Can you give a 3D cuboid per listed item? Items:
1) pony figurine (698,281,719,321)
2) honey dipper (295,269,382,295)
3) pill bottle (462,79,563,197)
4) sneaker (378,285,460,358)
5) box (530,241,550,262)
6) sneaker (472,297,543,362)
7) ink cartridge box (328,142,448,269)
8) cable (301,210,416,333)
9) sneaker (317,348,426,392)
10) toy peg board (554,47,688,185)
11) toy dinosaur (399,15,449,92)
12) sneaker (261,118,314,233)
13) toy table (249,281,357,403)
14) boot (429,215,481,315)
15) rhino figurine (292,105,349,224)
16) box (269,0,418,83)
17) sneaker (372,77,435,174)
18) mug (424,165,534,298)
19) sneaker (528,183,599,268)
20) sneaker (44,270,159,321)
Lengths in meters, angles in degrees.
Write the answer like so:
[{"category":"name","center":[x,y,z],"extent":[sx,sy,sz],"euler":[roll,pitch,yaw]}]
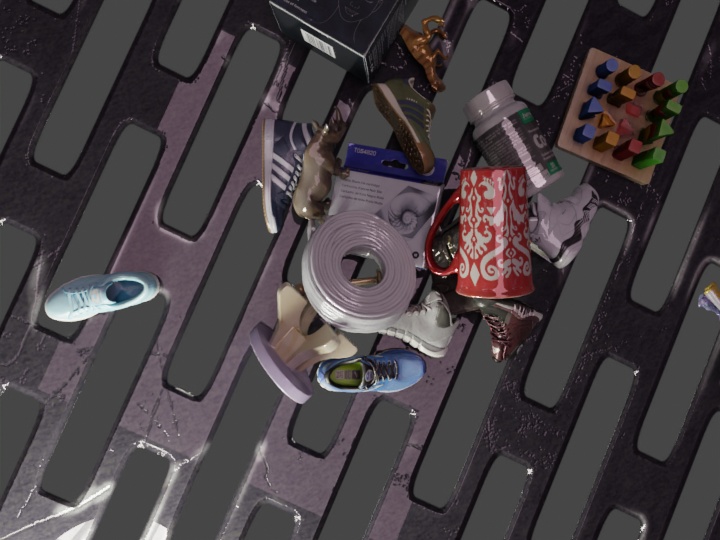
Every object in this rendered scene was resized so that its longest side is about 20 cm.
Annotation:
[{"category":"pony figurine","center":[0.726,0.102,1.355],"extent":[0.192,0.167,0.201],"euler":[-35,77,-14]},{"category":"honey dipper","center":[-0.021,0.025,1.317],"extent":[0.195,0.038,0.039],"euler":[-9,89,-4]},{"category":"pill bottle","center":[0.272,-0.230,1.315],"extent":[0.112,0.113,0.203],"euler":[-30,89,-6]},{"category":"sneaker","center":[0.089,0.065,1.293],"extent":[0.197,0.075,0.117],"euler":[25,111,-14]},{"category":"box","center":[0.287,-0.090,1.346],"extent":[0.198,0.042,0.039],"euler":[34,121,-5]},{"category":"sneaker","center":[0.249,0.106,1.288],"extent":[0.198,0.075,0.118],"euler":[18,97,-46]},{"category":"ink cartridge box","center":[0.044,-0.120,1.297],"extent":[0.195,0.041,0.205],"euler":[11,86,13]},{"category":"cable","center":[0.000,0.000,1.200],"extent":[0.196,0.069,0.204],"euler":[13,63,-12]},{"category":"sneaker","center":[0.023,0.186,1.289],"extent":[0.195,0.089,0.081],"euler":[-6,90,-6]},{"category":"toy peg board","center":[0.497,-0.295,1.353],"extent":[0.196,0.098,0.204],"euler":[21,86,-6]},{"category":"toy dinosaur","center":[0.103,-0.421,1.331],"extent":[0.106,0.060,0.201],"euler":[-41,93,-4]},{"category":"sneaker","center":[-0.120,-0.169,1.293],"extent":[0.106,0.070,0.205],"euler":[-1,86,-5]},{"category":"toy table","center":[-0.100,0.120,1.220],"extent":[0.117,0.200,0.184],"euler":[-45,129,2]},{"category":"boot","center":[0.198,-0.014,1.312],"extent":[0.197,0.069,0.178],"euler":[-20,90,23]},{"category":"rhino figurine","center":[-0.064,-0.180,1.250],"extent":[0.086,0.059,0.204],"euler":[6,104,-39]},{"category":"box","center":[-0.020,-0.477,1.271],"extent":[0.198,0.124,0.199],"euler":[31,87,8]},{"category":"sneaker","center":[0.102,-0.270,1.301],"extent":[0.088,0.067,0.203],"euler":[-21,66,-16]},{"category":"mug","center":[0.200,-0.066,1.197],"extent":[0.173,0.133,0.205],"euler":[-4,100,-8]},{"category":"sneaker","center":[0.356,-0.108,1.313],"extent":[0.114,0.075,0.202],"euler":[35,55,-6]},{"category":"sneaker","center":[-0.447,0.038,1.243],"extent":[0.196,0.082,0.076],"euler":[-17,89,-7]}]
